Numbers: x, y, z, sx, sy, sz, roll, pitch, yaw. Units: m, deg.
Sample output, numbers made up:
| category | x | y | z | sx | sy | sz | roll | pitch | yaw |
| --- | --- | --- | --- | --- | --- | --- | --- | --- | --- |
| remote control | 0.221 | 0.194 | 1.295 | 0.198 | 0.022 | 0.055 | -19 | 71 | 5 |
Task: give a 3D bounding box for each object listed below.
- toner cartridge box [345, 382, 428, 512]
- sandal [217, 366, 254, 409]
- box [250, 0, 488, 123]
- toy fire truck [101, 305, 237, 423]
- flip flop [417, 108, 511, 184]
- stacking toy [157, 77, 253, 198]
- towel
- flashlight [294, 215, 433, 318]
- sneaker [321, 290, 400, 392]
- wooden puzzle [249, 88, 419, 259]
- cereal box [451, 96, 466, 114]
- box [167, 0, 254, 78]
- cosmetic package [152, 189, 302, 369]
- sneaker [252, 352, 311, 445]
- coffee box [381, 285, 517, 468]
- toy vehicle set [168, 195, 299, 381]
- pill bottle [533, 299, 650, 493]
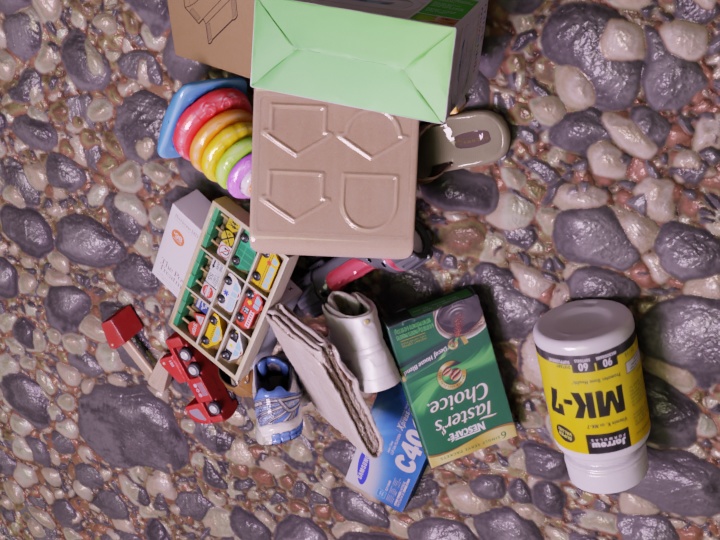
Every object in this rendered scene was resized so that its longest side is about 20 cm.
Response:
| category | x | y | z | sx | sy | sz | roll | pitch | yaw |
| --- | --- | --- | --- | --- | --- | --- | --- | --- | --- |
| toner cartridge box | 0.052 | 0.225 | 1.419 | 0.094 | 0.043 | 0.201 | 28 | 125 | 14 |
| sandal | -0.169 | 0.133 | 1.483 | 0.081 | 0.055 | 0.201 | -24 | 102 | 36 |
| box | 0.013 | -0.228 | 1.064 | 0.198 | 0.177 | 0.097 | 13 | 117 | 13 |
| toy fire truck | -0.278 | 0.139 | 1.550 | 0.140 | 0.049 | 0.201 | -16 | 108 | 34 |
| flip flop | 0.076 | -0.131 | 1.207 | 0.199 | 0.058 | 0.082 | -9 | 110 | 32 |
| stacking toy | -0.140 | -0.128 | 1.257 | 0.200 | 0.109 | 0.116 | 49 | 130 | 25 |
| towel | -0.042 | 0.133 | 1.296 | 0.132 | 0.034 | 0.201 | 36 | 156 | 46 |
| flashlight | 0.000 | 0.000 | 1.315 | 0.199 | 0.068 | 0.068 | -33 | 109 | 37 |
| sneaker | -0.016 | 0.075 | 1.325 | 0.200 | 0.073 | 0.117 | 11 | 120 | 66 |
| wooden puzzle | -0.029 | -0.116 | 1.182 | 0.183 | 0.046 | 0.202 | 2 | 99 | 1 |
| cereal box | 0.028 | -0.265 | 1.173 | 0.143 | 0.040 | 0.202 | -4 | 113 | 28 |
| box | -0.167 | -0.314 | 1.215 | 0.199 | 0.021 | 0.165 | 26 | 128 | 47 |
| cosmetic package | -0.180 | 0.014 | 1.397 | 0.200 | 0.052 | 0.151 | 43 | 137 | 13 |
| sneaker | -0.103 | 0.143 | 1.377 | 0.076 | 0.200 | 0.086 | -10 | 110 | 0 |
| coffee box | 0.111 | 0.132 | 1.300 | 0.122 | 0.044 | 0.202 | -18 | 109 | -5 |
| toy vehicle set | -0.161 | 0.024 | 1.320 | 0.124 | 0.026 | 0.201 | 36 | 122 | 17 |
| pill bottle | 0.270 | 0.145 | 1.215 | 0.113 | 0.114 | 0.202 | -3 | 114 | 29 |
